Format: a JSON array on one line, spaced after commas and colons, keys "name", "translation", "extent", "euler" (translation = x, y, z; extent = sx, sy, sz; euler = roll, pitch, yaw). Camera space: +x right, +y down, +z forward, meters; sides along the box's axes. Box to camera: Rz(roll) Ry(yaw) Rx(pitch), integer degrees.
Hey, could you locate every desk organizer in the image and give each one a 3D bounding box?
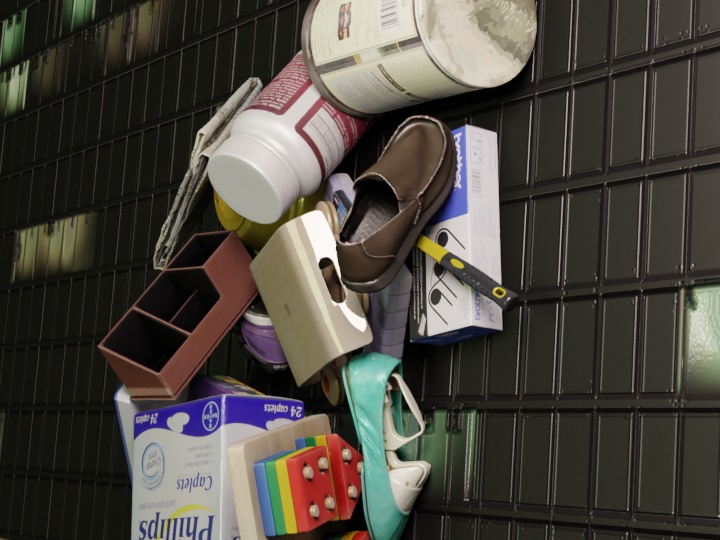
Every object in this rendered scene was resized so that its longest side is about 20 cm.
[{"name": "desk organizer", "translation": [-0.193, 0.047, 1.620], "extent": [0.072, 0.077, 0.200], "euler": [-4, 37, 39]}]

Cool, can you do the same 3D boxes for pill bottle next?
[{"name": "pill bottle", "translation": [-0.066, -0.148, 1.565], "extent": [0.114, 0.114, 0.200], "euler": [-14, 30, 53]}]

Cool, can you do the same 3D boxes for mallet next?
[{"name": "mallet", "translation": [0.069, -0.008, 1.394], "extent": [0.066, 0.041, 0.200], "euler": [-39, 47, -6]}]

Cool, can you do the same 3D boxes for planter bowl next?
[{"name": "planter bowl", "translation": [-0.115, -0.091, 1.699], "extent": [0.200, 0.083, 0.201], "euler": [11, 103, 59]}]

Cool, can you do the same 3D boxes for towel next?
[{"name": "towel", "translation": [-0.190, -0.120, 1.788], "extent": [0.193, 0.034, 0.200], "euler": [-61, 3, 36]}]

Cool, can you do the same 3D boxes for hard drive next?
[{"name": "hard drive", "translation": [-0.234, 0.172, 1.712], "extent": [0.200, 0.025, 0.132], "euler": [88, -158, -43]}]

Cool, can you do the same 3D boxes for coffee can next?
[{"name": "coffee can", "translation": [0.055, -0.238, 1.465], "extent": [0.200, 0.146, 0.147], "euler": [-5, 78, 54]}]

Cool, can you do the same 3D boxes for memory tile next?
[{"name": "memory tile", "translation": [-0.034, 0.036, 1.580], "extent": [0.200, 0.017, 0.154], "euler": [104, 152, -48]}]

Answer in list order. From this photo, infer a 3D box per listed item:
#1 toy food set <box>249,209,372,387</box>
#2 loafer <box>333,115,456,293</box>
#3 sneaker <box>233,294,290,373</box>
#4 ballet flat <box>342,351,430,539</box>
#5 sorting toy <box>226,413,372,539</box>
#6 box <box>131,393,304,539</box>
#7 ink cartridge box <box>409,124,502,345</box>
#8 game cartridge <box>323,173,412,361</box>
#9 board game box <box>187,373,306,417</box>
[{"name": "toy food set", "translation": [-0.049, 0.032, 1.529], "extent": [0.144, 0.060, 0.200], "euler": [67, 160, 9]}, {"name": "loafer", "translation": [0.034, -0.074, 1.390], "extent": [0.073, 0.071, 0.200], "euler": [9, 58, 26]}, {"name": "sneaker", "translation": [-0.131, 0.064, 1.729], "extent": [0.200, 0.075, 0.088], "euler": [-145, 48, -64]}, {"name": "ballet flat", "translation": [0.032, 0.179, 1.462], "extent": [0.070, 0.067, 0.201], "euler": [-9, 91, 24]}, {"name": "sorting toy", "translation": [-0.041, 0.250, 1.442], "extent": [0.069, 0.199, 0.201], "euler": [-10, 89, 23]}, {"name": "box", "translation": [-0.152, 0.241, 1.555], "extent": [0.184, 0.105, 0.201], "euler": [-16, 71, 50]}, {"name": "ink cartridge box", "translation": [0.091, -0.033, 1.453], "extent": [0.094, 0.044, 0.201], "euler": [-19, 67, 50]}, {"name": "game cartridge", "translation": [0.000, 0.000, 1.540], "extent": [0.200, 0.038, 0.130], "euler": [-121, 26, -50]}, {"name": "board game box", "translation": [-0.143, 0.221, 1.683], "extent": [0.200, 0.057, 0.166], "euler": [18, 98, 56]}]
